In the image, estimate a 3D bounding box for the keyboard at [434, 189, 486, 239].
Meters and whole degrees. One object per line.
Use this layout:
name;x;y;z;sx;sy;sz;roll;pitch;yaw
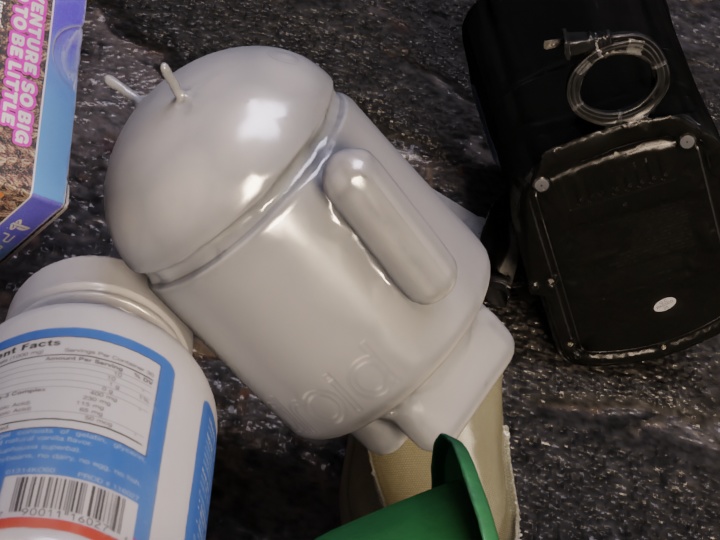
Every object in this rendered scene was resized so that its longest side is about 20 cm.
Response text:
keyboard;0.000;0.000;1.130;0.056;0.011;0.200;28;34;23

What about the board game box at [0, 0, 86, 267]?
board game box;-0.234;-0.107;0.994;0.199;0.097;0.160;20;56;-29

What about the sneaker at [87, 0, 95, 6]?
sneaker;-0.193;-0.113;1.156;0.085;0.078;0.200;32;44;9

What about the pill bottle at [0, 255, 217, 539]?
pill bottle;-0.114;0.084;0.862;0.112;0.113;0.200;13;33;-7

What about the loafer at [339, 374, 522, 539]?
loafer;0.030;0.070;0.986;0.075;0.069;0.200;8;35;-15

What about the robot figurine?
robot figurine;-0.025;-0.011;0.900;0.200;0.169;0.113;46;60;-18

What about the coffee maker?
coffee maker;0.130;-0.083;1.141;0.134;0.193;0.200;2;35;-9

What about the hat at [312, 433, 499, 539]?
hat;-0.035;0.150;0.787;0.175;0.201;0.166;-12;13;-6
